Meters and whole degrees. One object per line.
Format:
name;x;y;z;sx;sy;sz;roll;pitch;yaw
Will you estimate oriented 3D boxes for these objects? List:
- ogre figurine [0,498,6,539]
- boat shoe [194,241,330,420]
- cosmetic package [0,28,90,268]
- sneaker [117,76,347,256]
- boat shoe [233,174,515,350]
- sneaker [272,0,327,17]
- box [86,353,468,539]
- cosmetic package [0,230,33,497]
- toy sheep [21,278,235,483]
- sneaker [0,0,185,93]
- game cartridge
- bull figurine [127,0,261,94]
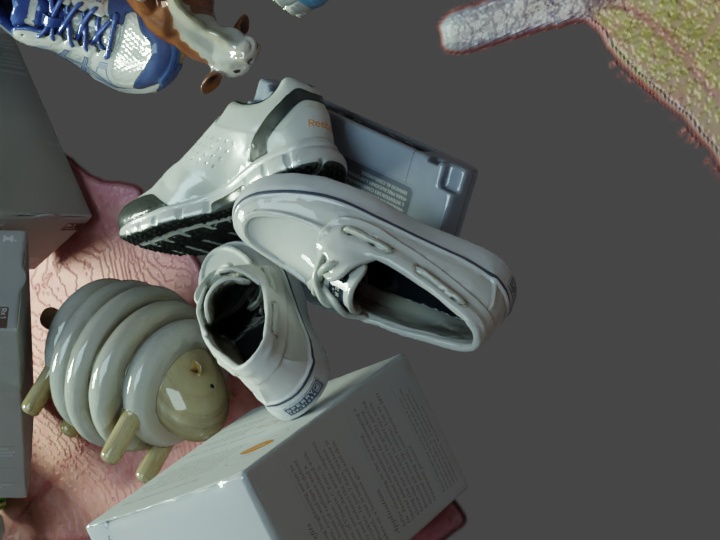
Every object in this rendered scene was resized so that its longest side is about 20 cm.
ogre figurine;-0.341;0.205;1.679;0.120;0.098;0.200;-60;29;26
boat shoe;-0.081;0.027;1.398;0.072;0.066;0.200;-42;32;11
cosmetic package;-0.306;-0.104;1.636;0.090;0.107;0.201;-35;68;33
sneaker;-0.092;-0.070;1.460;0.199;0.074;0.081;-23;65;32
boat shoe;0.000;0.000;1.352;0.199;0.066;0.072;24;132;12
sneaker;-0.038;-0.284;1.460;0.089;0.078;0.201;-18;82;19
box;-0.052;0.157;1.369;0.152;0.200;0.107;-22;97;38
cosmetic package;-0.292;0.072;1.576;0.107;0.090;0.201;-94;5;-46
toy sheep;-0.173;0.071;1.524;0.199;0.138;0.139;26;107;33
sneaker;-0.224;-0.186;1.588;0.199;0.088;0.076;22;102;35
game cartridge;-0.014;-0.042;1.454;0.199;0.041;0.134;27;112;36
bull figurine;-0.147;-0.220;1.511;0.065;0.121;0.200;-37;60;0
